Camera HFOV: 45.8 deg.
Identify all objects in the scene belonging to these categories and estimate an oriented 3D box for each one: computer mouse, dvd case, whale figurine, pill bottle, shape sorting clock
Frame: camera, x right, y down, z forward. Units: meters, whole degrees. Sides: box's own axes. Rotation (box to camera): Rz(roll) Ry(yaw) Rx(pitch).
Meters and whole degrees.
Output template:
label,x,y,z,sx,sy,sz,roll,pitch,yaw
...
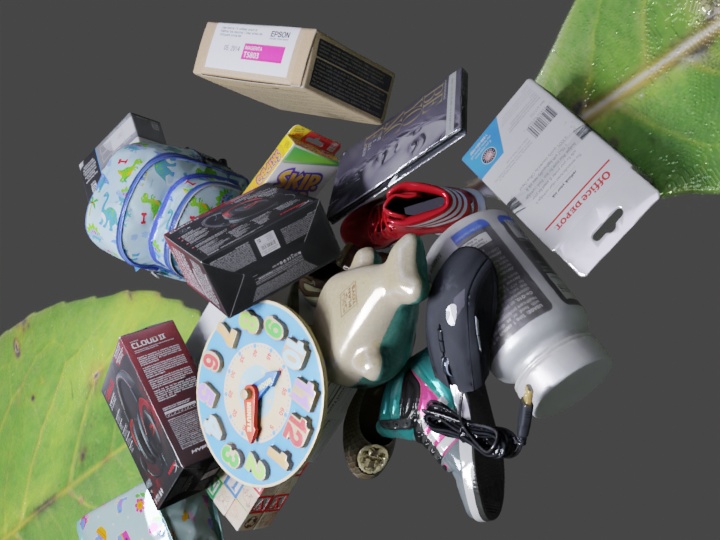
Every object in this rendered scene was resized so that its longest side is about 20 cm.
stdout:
label,x,y,z,sx,sy,sz,roll,pitch,yaw
computer mouse,0.109,0.083,0.817,0.140,0.046,0.201,21,109,49
dvd case,0.044,-0.149,1.014,0.200,0.016,0.149,-31,28,29
whale figurine,0.027,0.046,0.901,0.200,0.104,0.159,-48,36,44
pill bottle,0.161,0.043,0.876,0.114,0.114,0.200,-46,57,21
shape sorting clock,-0.112,0.131,0.915,0.200,0.039,0.201,-3,85,36

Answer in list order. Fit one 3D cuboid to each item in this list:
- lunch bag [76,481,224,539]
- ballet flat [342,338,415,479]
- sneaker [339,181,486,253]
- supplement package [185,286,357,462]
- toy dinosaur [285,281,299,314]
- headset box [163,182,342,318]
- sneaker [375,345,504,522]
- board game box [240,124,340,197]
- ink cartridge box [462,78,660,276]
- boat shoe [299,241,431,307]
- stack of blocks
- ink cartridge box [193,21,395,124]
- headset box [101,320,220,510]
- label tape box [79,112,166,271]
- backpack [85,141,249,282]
label,x,y,z,sx,sy,sz,roll,pitch,yaw
lunch bag,-0.266,0.389,1.134,0.170,0.122,0.200,-30,72,27
ballet flat,0.027,0.145,0.989,0.046,0.067,0.201,2,76,64
sneaker,0.035,-0.071,0.993,0.200,0.115,0.079,-14,73,35
supplement package,-0.108,0.117,1.069,0.200,0.111,0.156,43,107,34
toy dinosaur,-0.101,0.099,0.970,0.088,0.047,0.201,-5,77,24
headset box,-0.133,-0.032,0.993,0.200,0.148,0.075,23,139,62
sneaker,0.079,0.180,0.931,0.121,0.084,0.201,-22,65,30
board game box,-0.108,-0.097,1.119,0.200,0.095,0.030,-52,54,17
ink cartridge box,0.216,-0.093,0.890,0.116,0.068,0.200,-50,56,19
boat shoe,-0.003,0.004,1.018,0.202,0.075,0.075,-7,40,36
stack of blocks,-0.170,0.230,1.127,0.200,0.059,0.115,41,106,35
ink cartridge box,-0.084,-0.252,1.088,0.200,0.165,0.075,17,92,37
headset box,-0.247,0.171,1.055,0.200,0.075,0.149,59,143,19
label tape box,-0.357,-0.123,1.335,0.144,0.063,0.200,-37,61,27
backpack,-0.252,-0.077,1.160,0.147,0.200,0.183,26,97,38
